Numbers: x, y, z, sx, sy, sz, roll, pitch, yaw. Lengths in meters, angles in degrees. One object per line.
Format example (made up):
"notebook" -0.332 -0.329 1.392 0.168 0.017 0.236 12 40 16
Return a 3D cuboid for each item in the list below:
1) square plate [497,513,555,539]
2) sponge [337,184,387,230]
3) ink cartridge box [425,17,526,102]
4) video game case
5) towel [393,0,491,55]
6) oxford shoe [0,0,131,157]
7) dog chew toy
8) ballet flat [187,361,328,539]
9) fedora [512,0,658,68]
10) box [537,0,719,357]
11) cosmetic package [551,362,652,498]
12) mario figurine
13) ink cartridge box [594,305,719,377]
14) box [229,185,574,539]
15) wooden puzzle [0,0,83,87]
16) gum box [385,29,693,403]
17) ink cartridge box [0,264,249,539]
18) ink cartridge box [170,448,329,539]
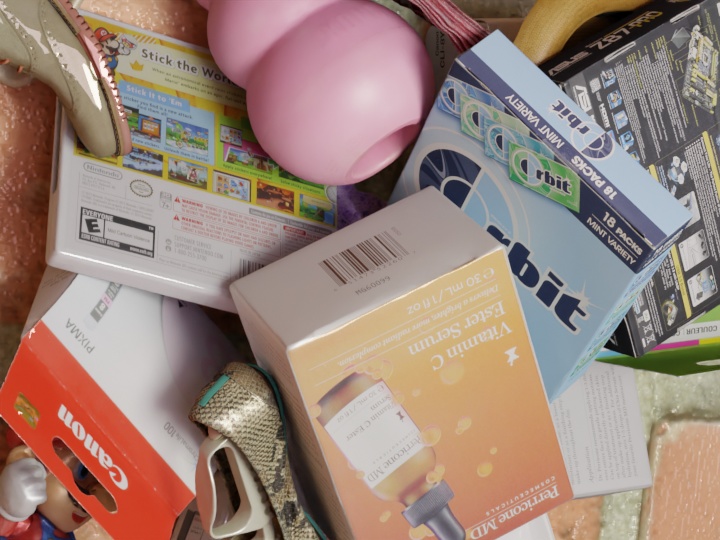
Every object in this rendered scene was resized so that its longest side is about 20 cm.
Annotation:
"square plate" 0.076 0.292 1.563 0.199 0.028 0.199 -26 107 -24
"sponge" 0.000 0.000 1.452 0.199 0.030 0.112 27 53 -19
"ink cartridge box" 0.152 -0.108 1.536 0.199 0.083 0.146 -4 96 -28
"video game case" -0.104 -0.063 1.383 0.199 0.023 0.183 15 59 -27
"towel" -0.003 -0.207 1.380 0.144 0.200 0.023 37 95 -27
"oxford shoe" -0.211 -0.147 1.304 0.074 0.071 0.201 -34 97 -16
"dog chew toy" -0.041 -0.154 1.385 0.124 0.125 0.200 -31 77 -23
"ballet flat" -0.068 0.151 1.352 0.075 0.068 0.201 -40 130 -31
"fedora" 0.156 -0.114 1.443 0.200 0.082 0.202 -8 103 -35
"box" 0.201 -0.068 1.401 0.161 0.049 0.201 -30 115 -25
"cosmetic package" 0.102 0.120 1.525 0.199 0.071 0.102 -3 80 -29
"mario figurine" -0.193 0.175 1.354 0.105 0.123 0.201 19 90 -10
"ink cartridge box" 0.222 0.022 1.520 0.147 0.200 0.076 -5 97 -29
"box" 0.029 0.077 1.353 0.152 0.106 0.201 -26 120 -12
"wooden puzzle" -0.242 -0.241 1.329 0.200 0.037 0.186 34 79 -25
"gum box" 0.104 -0.030 1.364 0.044 0.200 0.170 -37 74 -31
"ink cartridge box" -0.142 0.073 1.341 0.057 0.200 0.163 -31 114 18
"ink cartridge box" -0.071 0.209 1.451 0.117 0.067 0.201 25 84 -28
